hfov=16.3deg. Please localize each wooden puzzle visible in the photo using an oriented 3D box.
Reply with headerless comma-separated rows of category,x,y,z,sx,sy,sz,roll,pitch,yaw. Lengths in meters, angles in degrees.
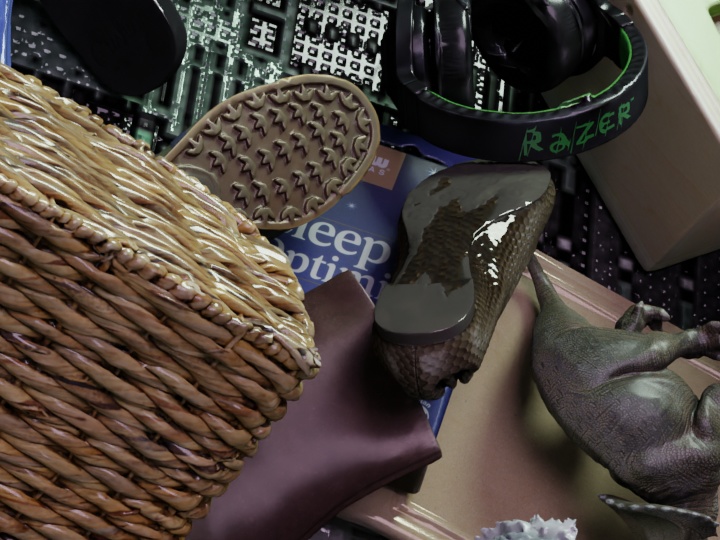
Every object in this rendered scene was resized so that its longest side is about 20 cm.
wooden puzzle,0.098,0.086,1.196,0.200,0.037,0.185,26,53,-4

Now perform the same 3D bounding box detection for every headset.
headset,0.060,-0.125,1.240,0.123,0.094,0.200,-19,36,-20

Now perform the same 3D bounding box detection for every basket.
basket,-0.139,0.017,0.983,0.200,0.149,0.143,31,16,-23

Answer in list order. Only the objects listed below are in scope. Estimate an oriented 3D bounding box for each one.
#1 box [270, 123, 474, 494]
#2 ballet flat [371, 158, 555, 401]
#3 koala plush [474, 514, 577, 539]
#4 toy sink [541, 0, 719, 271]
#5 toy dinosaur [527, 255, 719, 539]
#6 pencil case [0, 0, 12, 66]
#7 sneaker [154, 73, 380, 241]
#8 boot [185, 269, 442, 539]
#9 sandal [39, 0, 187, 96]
box,0.000,0.000,1.183,0.121,0.032,0.200,18,52,4
ballet flat,0.046,0.002,1.119,0.067,0.046,0.200,-3,25,15
koala plush,0.104,0.203,1.038,0.200,0.184,0.177,37,52,6
toy sink,0.216,-0.102,1.314,0.200,0.112,0.131,-16,69,-32
toy dinosaur,0.125,0.059,1.154,0.102,0.077,0.200,-18,69,-37
pencil case,-0.192,-0.081,1.127,0.087,0.078,0.200,-3,60,-2
sneaker,-0.087,-0.024,1.135,0.200,0.090,0.067,-36,100,-33
boot,-0.042,0.104,1.057,0.166,0.072,0.200,-20,64,-6
sandal,-0.158,-0.167,1.198,0.200,0.075,0.045,52,38,8
